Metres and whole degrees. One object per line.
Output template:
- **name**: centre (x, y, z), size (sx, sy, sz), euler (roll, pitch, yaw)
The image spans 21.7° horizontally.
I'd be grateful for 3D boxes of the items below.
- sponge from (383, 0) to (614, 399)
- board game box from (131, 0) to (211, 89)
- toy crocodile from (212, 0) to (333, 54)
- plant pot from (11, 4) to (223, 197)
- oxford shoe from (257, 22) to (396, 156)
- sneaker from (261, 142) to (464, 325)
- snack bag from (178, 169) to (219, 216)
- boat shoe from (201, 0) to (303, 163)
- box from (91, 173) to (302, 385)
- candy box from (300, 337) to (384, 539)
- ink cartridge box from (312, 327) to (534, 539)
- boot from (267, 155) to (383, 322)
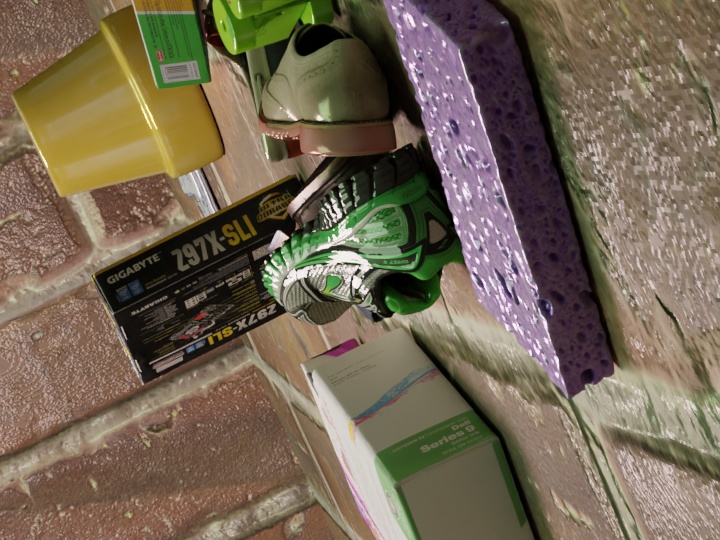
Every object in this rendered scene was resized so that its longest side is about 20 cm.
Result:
- **sponge**: centre (0.063, -0.045, 0.887), size (0.112, 0.030, 0.200), euler (52, 166, 56)
- **board game box**: centre (-0.140, -0.249, 1.299), size (0.153, 0.040, 0.200), euler (86, 176, -70)
- **toy crocodile**: centre (-0.053, -0.175, 1.109), size (0.200, 0.067, 0.062), euler (124, 126, -78)
- **plant pot**: centre (-0.279, -0.177, 2.112), size (0.201, 0.189, 0.201), euler (61, 172, 16)
- **oxford shoe**: centre (-0.019, -0.114, 1.137), size (0.200, 0.071, 0.074), euler (-151, 57, -71)
- **sneaker**: centre (0.000, 0.000, 1.154), size (0.085, 0.078, 0.200), euler (59, 156, 6)
- **snack bag**: centre (-0.221, -0.106, 2.553), size (0.200, 0.021, 0.189), euler (66, 171, -11)
- **boat shoe**: centre (-0.074, -0.165, 1.288), size (0.071, 0.063, 0.200), euler (82, 162, -71)
- **box**: centre (-0.128, 0.010, 1.675), size (0.049, 0.200, 0.160), euler (59, 171, 23)
- **candy box**: centre (0.019, 0.180, 1.746), size (0.136, 0.061, 0.200), euler (54, 168, 53)
- **ink cartridge box**: centre (0.049, 0.152, 1.380), size (0.200, 0.087, 0.145), euler (45, 159, 62)
- **boot**: centre (0.003, -0.029, 1.282), size (0.097, 0.075, 0.200), euler (39, 160, 2)
